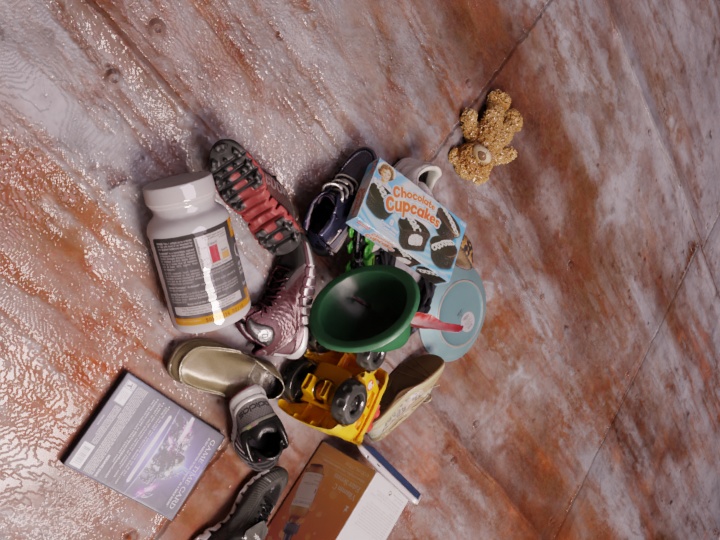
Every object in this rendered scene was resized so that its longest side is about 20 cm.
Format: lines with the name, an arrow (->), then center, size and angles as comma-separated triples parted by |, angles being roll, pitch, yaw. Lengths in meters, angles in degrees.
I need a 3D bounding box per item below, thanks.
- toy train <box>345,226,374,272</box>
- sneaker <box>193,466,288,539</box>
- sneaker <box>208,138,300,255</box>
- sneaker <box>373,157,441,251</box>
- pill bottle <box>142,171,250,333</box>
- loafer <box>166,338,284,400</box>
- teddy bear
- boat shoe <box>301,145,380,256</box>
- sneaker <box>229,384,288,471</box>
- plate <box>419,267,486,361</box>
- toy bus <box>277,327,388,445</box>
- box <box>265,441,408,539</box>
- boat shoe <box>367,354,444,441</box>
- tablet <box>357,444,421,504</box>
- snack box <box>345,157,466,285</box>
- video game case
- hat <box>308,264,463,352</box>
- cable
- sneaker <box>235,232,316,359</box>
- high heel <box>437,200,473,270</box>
toy train -> 0.000, 0.000, 1.181 | 0.056, 0.041, 0.202 | -50, 151, -52
sneaker -> -0.171, 0.396, 1.097 | 0.200, 0.090, 0.067 | -43, 128, -26
sneaker -> -0.156, -0.116, 1.024 | 0.070, 0.098, 0.201 | -26, 129, 9
sneaker -> 0.065, -0.115, 1.212 | 0.075, 0.099, 0.201 | 47, 69, -38
pill bottle -> -0.225, -0.026, 0.964 | 0.116, 0.116, 0.202 | -24, 113, -36
loafer -> -0.192, 0.150, 1.055 | 0.199, 0.067, 0.077 | 16, 87, -41
teddy bear -> 0.254, -0.261, 1.372 | 0.200, 0.066, 0.146 | -38, 117, -31
boat shoe -> -0.027, -0.123, 1.126 | 0.093, 0.074, 0.201 | 62, 51, -73
sneaker -> -0.149, 0.260, 1.060 | 0.073, 0.088, 0.201 | -20, 140, -19
plate -> 0.193, 0.084, 1.407 | 0.199, 0.025, 0.202 | -7, 101, -40
toy bus -> -0.015, 0.188, 1.185 | 0.192, 0.135, 0.201 | 47, 64, -50
box -> -0.045, 0.417, 1.172 | 0.106, 0.152, 0.201 | 49, 66, -36
boat shoe -> 0.080, 0.232, 1.310 | 0.199, 0.073, 0.063 | -36, 126, -19
tablet -> 0.052, 0.346, 1.204 | 0.014, 0.130, 0.200 | -46, 165, -7
snack box -> 0.078, -0.076, 1.138 | 0.199, 0.037, 0.117 | 33, 62, -25
video game case -> -0.303, 0.254, 1.010 | 0.200, 0.019, 0.144 | 46, 68, -37
hat -> 0.041, 0.106, 1.100 | 0.177, 0.198, 0.167 | 65, 28, -44
cable -> 0.082, 0.010, 1.274 | 0.164, 0.050, 0.200 | 58, 47, -24
sneaker -> -0.135, 0.040, 1.085 | 0.115, 0.075, 0.202 | 0, 94, -33
high heel -> 0.143, -0.040, 1.250 | 0.143, 0.071, 0.200 | 57, 30, -4
